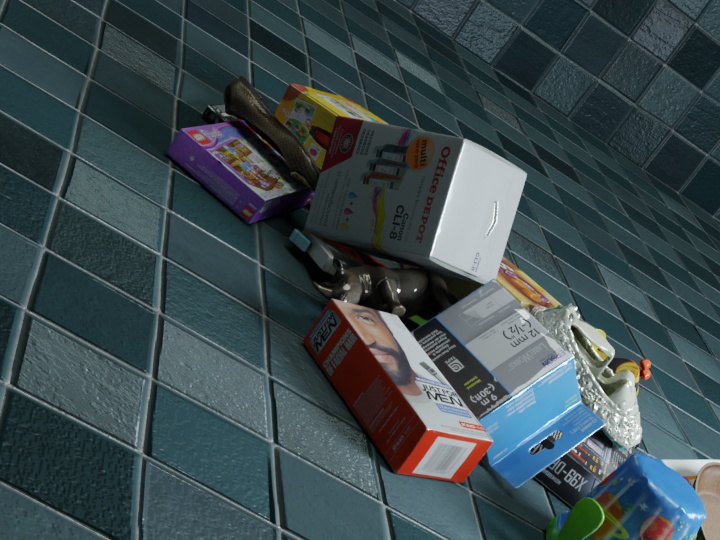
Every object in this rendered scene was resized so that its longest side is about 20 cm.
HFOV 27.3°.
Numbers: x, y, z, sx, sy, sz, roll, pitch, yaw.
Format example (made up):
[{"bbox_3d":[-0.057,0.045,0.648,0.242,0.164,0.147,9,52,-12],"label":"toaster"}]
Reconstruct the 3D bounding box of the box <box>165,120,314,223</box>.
[{"bbox_3d":[-0.141,-0.126,1.839,0.137,0.039,0.200,41,18,9],"label":"box"}]

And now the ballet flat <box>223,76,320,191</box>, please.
[{"bbox_3d":[-0.111,-0.165,1.868,0.200,0.046,0.068,50,-10,21],"label":"ballet flat"}]

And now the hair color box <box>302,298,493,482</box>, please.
[{"bbox_3d":[0.037,0.123,1.529,0.110,0.064,0.200,16,27,-46],"label":"hair color box"}]

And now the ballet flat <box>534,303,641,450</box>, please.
[{"bbox_3d":[0.274,0.121,1.712,0.201,0.071,0.072,50,16,-11],"label":"ballet flat"}]

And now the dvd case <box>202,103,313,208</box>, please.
[{"bbox_3d":[-0.109,-0.159,2.010,0.199,0.022,0.146,39,18,10],"label":"dvd case"}]

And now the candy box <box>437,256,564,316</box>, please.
[{"bbox_3d":[0.155,0.014,1.819,0.116,0.057,0.200,15,23,-47],"label":"candy box"}]

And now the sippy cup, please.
[{"bbox_3d":[0.281,0.265,1.526,0.139,0.131,0.178,39,18,5],"label":"sippy cup"}]

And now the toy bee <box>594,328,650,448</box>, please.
[{"bbox_3d":[0.315,0.143,1.912,0.108,0.131,0.200,-29,66,-26],"label":"toy bee"}]

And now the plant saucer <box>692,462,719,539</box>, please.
[{"bbox_3d":[0.434,0.319,1.700,0.199,0.037,0.202,32,38,-29],"label":"plant saucer"}]

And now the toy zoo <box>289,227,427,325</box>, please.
[{"bbox_3d":[0.000,0.000,1.796,0.199,0.021,0.131,30,11,-21],"label":"toy zoo"}]

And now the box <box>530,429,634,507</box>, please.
[{"bbox_3d":[0.241,0.201,1.737,0.157,0.050,0.200,38,18,3],"label":"box"}]

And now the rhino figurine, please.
[{"bbox_3d":[0.026,0.029,1.687,0.198,0.060,0.088,8,40,-35],"label":"rhino figurine"}]

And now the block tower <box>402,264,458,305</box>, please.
[{"bbox_3d":[0.094,-0.005,1.956,0.054,0.058,0.201,28,19,-25],"label":"block tower"}]

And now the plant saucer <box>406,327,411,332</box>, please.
[{"bbox_3d":[0.056,0.088,1.720,0.199,0.019,0.070,37,18,4],"label":"plant saucer"}]

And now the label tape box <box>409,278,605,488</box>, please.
[{"bbox_3d":[0.157,0.121,1.628,0.142,0.067,0.200,-30,57,-25],"label":"label tape box"}]

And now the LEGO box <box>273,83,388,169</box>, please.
[{"bbox_3d":[-0.003,-0.166,2.017,0.199,0.078,0.148,36,17,30],"label":"LEGO box"}]

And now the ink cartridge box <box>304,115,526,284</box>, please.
[{"bbox_3d":[0.066,-0.082,1.747,0.198,0.147,0.144,14,-4,39],"label":"ink cartridge box"}]

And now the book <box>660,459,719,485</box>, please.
[{"bbox_3d":[0.397,0.290,1.753,0.199,0.048,0.135,8,55,-51],"label":"book"}]
